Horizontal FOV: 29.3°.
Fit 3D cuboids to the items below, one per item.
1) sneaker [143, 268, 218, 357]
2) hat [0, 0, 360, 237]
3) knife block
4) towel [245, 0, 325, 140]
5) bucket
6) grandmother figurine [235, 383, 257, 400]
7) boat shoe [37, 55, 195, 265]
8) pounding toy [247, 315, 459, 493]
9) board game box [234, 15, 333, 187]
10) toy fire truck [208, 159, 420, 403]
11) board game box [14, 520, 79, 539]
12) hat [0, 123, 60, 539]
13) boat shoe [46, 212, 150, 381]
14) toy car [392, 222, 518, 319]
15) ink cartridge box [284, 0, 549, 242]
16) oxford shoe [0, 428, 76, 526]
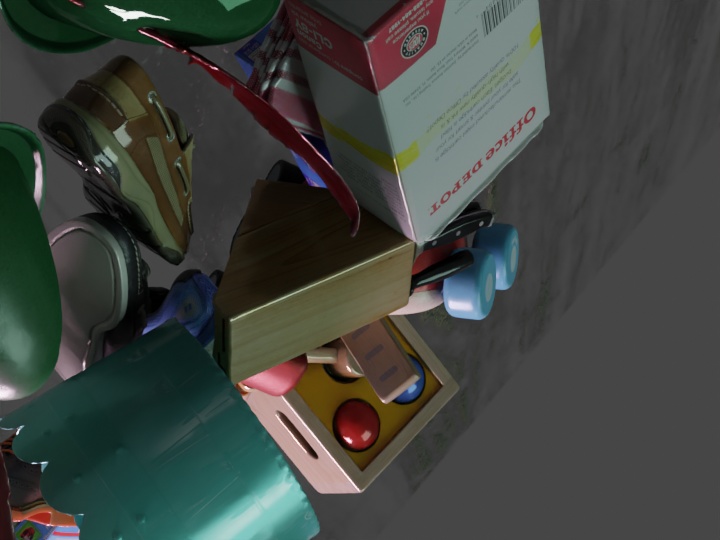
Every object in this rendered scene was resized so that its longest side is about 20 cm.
[{"bbox_3d":[-0.158,0.060,1.071,0.200,0.090,0.078,-38,172,41],"label":"sneaker"},{"bbox_3d":[-0.061,-0.136,0.711,0.166,0.176,0.200,-56,163,14],"label":"hat"},{"bbox_3d":[0.000,0.000,0.956,0.201,0.174,0.064,-76,172,-49],"label":"knife block"},{"bbox_3d":[0.015,-0.179,0.933,0.146,0.030,0.201,13,108,-49],"label":"towel"},{"bbox_3d":[-0.129,0.142,0.911,0.134,0.208,0.208,-34,161,-13],"label":"bucket"},{"bbox_3d":[-0.148,0.158,1.228,0.120,0.061,0.201,1,133,-37],"label":"grandmother figurine"},{"bbox_3d":[-0.134,-0.066,0.865,0.074,0.075,0.200,-52,165,-13],"label":"boat shoe"},{"bbox_3d":[-0.030,0.103,1.358,0.184,0.200,0.142,-43,-169,-26],"label":"pounding toy"},{"bbox_3d":[0.019,-0.165,1.007,0.200,0.045,0.152,-45,141,-11],"label":"board game box"},{"bbox_3d":[-0.040,0.038,1.082,0.177,0.128,0.200,-57,-160,22],"label":"toy fire truck"},{"bbox_3d":[-0.221,0.181,1.235,0.200,0.037,0.151,-51,164,-1],"label":"board game box"},{"bbox_3d":[-0.182,0.048,0.759,0.165,0.176,0.201,-37,159,-42],"label":"hat"},{"bbox_3d":[-0.173,0.015,0.934,0.060,0.074,0.201,-41,164,-32],"label":"boat shoe"},{"bbox_3d":[0.039,-0.076,1.225,0.177,0.183,0.202,-39,131,-65],"label":"toy car"},{"bbox_3d":[0.042,-0.137,0.894,0.145,0.083,0.201,-44,147,-19],"label":"ink cartridge box"},{"bbox_3d":[-0.264,0.148,1.024,0.200,0.071,0.073,39,61,-71],"label":"oxford shoe"}]
